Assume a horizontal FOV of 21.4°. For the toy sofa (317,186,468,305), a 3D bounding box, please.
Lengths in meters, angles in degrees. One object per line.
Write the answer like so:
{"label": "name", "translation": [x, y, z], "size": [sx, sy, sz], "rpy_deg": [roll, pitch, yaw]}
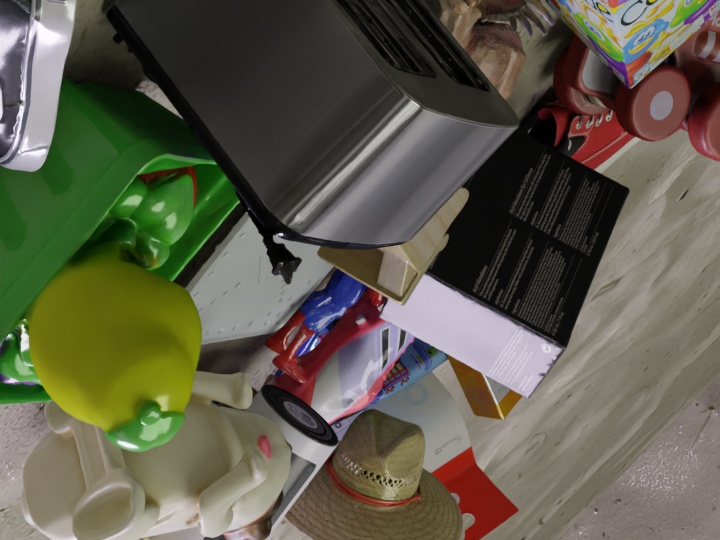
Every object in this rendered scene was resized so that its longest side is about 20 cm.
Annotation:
{"label": "toy sofa", "translation": [0.001, -0.060, 1.327], "size": [0.098, 0.083, 0.200], "rpy_deg": [-58, 157, -7]}

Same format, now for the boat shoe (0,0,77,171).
{"label": "boat shoe", "translation": [-0.184, -0.106, 0.952], "size": [0.067, 0.072, 0.200], "rpy_deg": [0, 163, -14]}

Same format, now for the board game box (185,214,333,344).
{"label": "board game box", "translation": [-0.062, -0.023, 1.452], "size": [0.200, 0.026, 0.200], "rpy_deg": [-50, 161, 21]}

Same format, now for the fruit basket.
{"label": "fruit basket", "translation": [-0.143, 0.016, 1.093], "size": [0.216, 0.216, 0.155], "rpy_deg": [-48, 161, 17]}

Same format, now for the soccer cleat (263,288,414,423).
{"label": "soccer cleat", "translation": [0.007, 0.068, 1.614], "size": [0.200, 0.076, 0.067], "rpy_deg": [-41, -155, 8]}

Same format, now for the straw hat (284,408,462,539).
{"label": "straw hat", "translation": [0.016, 0.172, 1.718], "size": [0.201, 0.201, 0.086], "rpy_deg": [-17, 132, -53]}

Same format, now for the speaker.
{"label": "speaker", "translation": [-0.107, 0.196, 1.574], "size": [0.200, 0.081, 0.081], "rpy_deg": [-53, 160, 11]}

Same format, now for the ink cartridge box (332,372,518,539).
{"label": "ink cartridge box", "translation": [0.049, 0.189, 1.883], "size": [0.160, 0.200, 0.047], "rpy_deg": [-28, 158, -36]}

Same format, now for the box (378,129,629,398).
{"label": "box", "translation": [0.119, -0.016, 1.546], "size": [0.079, 0.141, 0.200], "rpy_deg": [-58, -178, 47]}

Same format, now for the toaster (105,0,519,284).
{"label": "toaster", "translation": [-0.021, -0.103, 1.081], "size": [0.119, 0.200, 0.181], "rpy_deg": [-43, 162, 20]}

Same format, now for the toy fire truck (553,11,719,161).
{"label": "toy fire truck", "translation": [0.263, -0.193, 1.593], "size": [0.199, 0.112, 0.169], "rpy_deg": [12, 101, -34]}

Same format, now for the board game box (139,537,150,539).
{"label": "board game box", "translation": [-0.211, 0.237, 1.732], "size": [0.120, 0.032, 0.200], "rpy_deg": [-19, 151, -45]}

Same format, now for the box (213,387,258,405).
{"label": "box", "translation": [-0.157, 0.155, 1.587], "size": [0.200, 0.048, 0.118], "rpy_deg": [4, 120, -59]}

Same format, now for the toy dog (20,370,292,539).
{"label": "toy dog", "translation": [-0.140, 0.157, 1.439], "size": [0.199, 0.140, 0.194], "rpy_deg": [3, 139, -40]}

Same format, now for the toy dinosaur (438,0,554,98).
{"label": "toy dinosaur", "translation": [0.086, -0.157, 1.374], "size": [0.136, 0.086, 0.200], "rpy_deg": [-51, 167, 6]}

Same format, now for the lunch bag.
{"label": "lunch bag", "translation": [-0.007, 0.097, 1.765], "size": [0.150, 0.094, 0.200], "rpy_deg": [-29, 167, -42]}

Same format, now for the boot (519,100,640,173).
{"label": "boot", "translation": [0.227, -0.157, 1.686], "size": [0.200, 0.073, 0.144], "rpy_deg": [-44, 161, 18]}

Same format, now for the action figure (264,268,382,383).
{"label": "action figure", "translation": [0.000, 0.000, 1.560], "size": [0.200, 0.052, 0.065], "rpy_deg": [-54, -162, 11]}

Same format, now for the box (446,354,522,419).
{"label": "box", "translation": [0.111, 0.019, 1.708], "size": [0.041, 0.201, 0.119], "rpy_deg": [2, -142, 45]}

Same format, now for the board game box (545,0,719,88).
{"label": "board game box", "translation": [0.192, -0.231, 1.381], "size": [0.103, 0.105, 0.200], "rpy_deg": [-41, 162, 0]}
